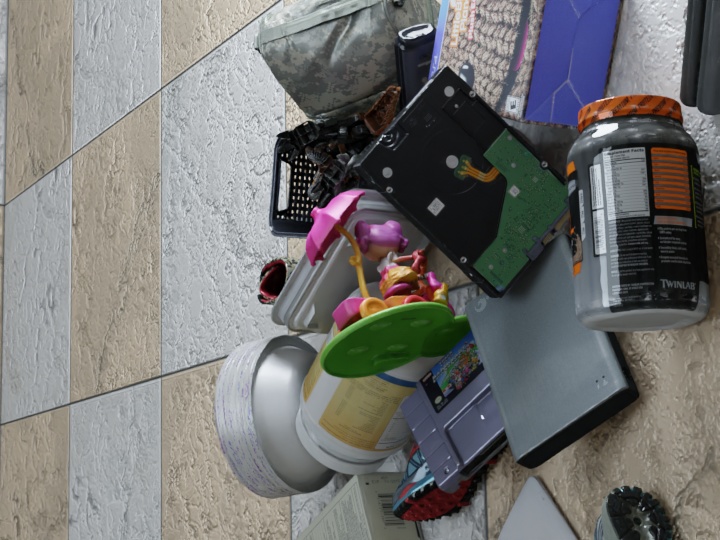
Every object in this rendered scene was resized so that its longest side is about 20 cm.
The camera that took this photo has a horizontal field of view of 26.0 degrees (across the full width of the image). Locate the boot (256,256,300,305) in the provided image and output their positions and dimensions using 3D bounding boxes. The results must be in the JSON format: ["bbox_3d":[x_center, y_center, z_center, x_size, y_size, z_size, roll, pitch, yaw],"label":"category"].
[{"bbox_3d":[-0.067,0.024,1.978,0.203,0.153,0.074,-23,66,59],"label":"boot"}]

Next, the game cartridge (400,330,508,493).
[{"bbox_3d":[0.133,0.122,1.637,0.200,0.038,0.130,-46,47,17],"label":"game cartridge"}]

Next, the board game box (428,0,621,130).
[{"bbox_3d":[0.168,-0.241,1.630,0.200,0.096,0.161,25,109,60],"label":"board game box"}]

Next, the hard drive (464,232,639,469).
[{"bbox_3d":[0.187,0.078,1.557,0.139,0.033,0.201,-38,45,25],"label":"hard drive"}]

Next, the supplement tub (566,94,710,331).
[{"bbox_3d":[0.251,-0.050,1.421,0.122,0.122,0.202,-22,66,59],"label":"supplement tub"}]

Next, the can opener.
[{"bbox_3d":[0.329,-0.241,1.387,0.053,0.066,0.201,-141,46,-57],"label":"can opener"}]

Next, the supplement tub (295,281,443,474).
[{"bbox_3d":[0.014,0.128,1.820,0.201,0.144,0.145,-62,36,37],"label":"supplement tub"}]

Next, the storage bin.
[{"bbox_3d":[-0.033,-0.106,1.997,0.200,0.093,0.136,5,91,63],"label":"storage bin"}]

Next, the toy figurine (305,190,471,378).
[{"bbox_3d":[0.022,-0.001,1.686,0.150,0.199,0.185,-50,52,46],"label":"toy figurine"}]

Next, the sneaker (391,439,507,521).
[{"bbox_3d":[0.098,0.201,1.743,0.200,0.079,0.096,-53,36,32],"label":"sneaker"}]

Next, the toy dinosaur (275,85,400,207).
[{"bbox_3d":[-0.016,-0.148,1.801,0.102,0.135,0.201,37,129,26],"label":"toy dinosaur"}]

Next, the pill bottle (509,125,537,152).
[{"bbox_3d":[0.106,-0.100,1.700,0.200,0.115,0.117,-172,86,-69],"label":"pill bottle"}]

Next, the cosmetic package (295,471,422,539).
[{"bbox_3d":[-0.006,0.336,1.908,0.200,0.071,0.106,-51,44,47],"label":"cosmetic package"}]

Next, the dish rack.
[{"bbox_3d":[0.000,0.000,1.827,0.044,0.171,0.201,49,119,33],"label":"dish rack"}]

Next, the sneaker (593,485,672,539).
[{"bbox_3d":[0.263,0.302,1.424,0.087,0.077,0.201,109,158,-49],"label":"sneaker"}]

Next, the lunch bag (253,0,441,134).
[{"bbox_3d":[-0.003,-0.265,1.815,0.199,0.167,0.140,-14,68,28],"label":"lunch bag"}]

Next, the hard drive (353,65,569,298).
[{"bbox_3d":[0.110,-0.088,1.573,0.140,0.200,0.038,-49,9,-8],"label":"hard drive"}]

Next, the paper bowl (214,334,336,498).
[{"bbox_3d":[-0.085,0.180,1.958,0.104,0.200,0.202,-13,73,32],"label":"paper bowl"}]

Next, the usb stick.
[{"bbox_3d":[0.070,-0.194,1.770,0.201,0.055,0.033,82,168,-48],"label":"usb stick"}]

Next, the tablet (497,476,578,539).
[{"bbox_3d":[0.195,0.323,1.593,0.200,0.014,0.131,59,137,48],"label":"tablet"}]
